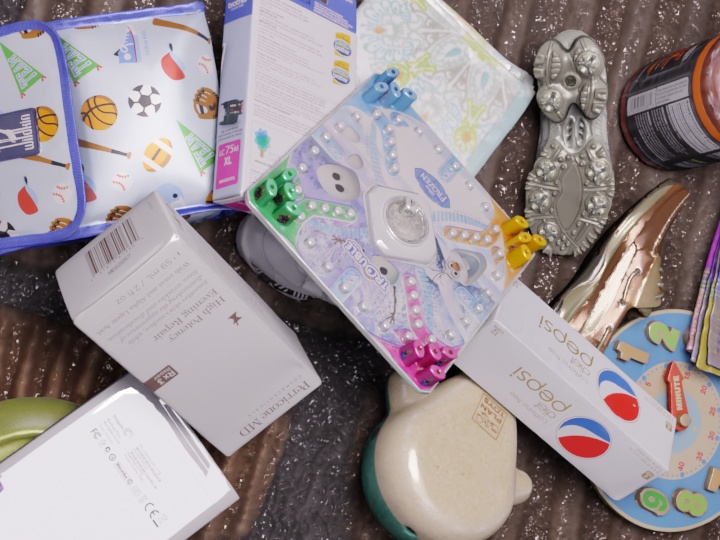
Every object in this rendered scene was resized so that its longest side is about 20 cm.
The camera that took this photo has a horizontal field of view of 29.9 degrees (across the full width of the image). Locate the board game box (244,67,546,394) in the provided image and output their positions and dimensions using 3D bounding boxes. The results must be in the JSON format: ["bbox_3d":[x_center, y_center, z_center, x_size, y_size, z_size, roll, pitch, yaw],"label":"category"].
[{"bbox_3d":[0.035,-0.038,1.036,0.200,0.026,0.200,48,47,-6],"label":"board game box"}]

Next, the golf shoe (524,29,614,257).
[{"bbox_3d":[0.188,-0.113,1.186,0.078,0.097,0.201,6,112,11],"label":"golf shoe"}]

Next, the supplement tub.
[{"bbox_3d":[0.314,-0.149,1.161,0.107,0.200,0.107,1,86,-19],"label":"supplement tub"}]

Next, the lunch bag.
[{"bbox_3d":[-0.206,-0.106,1.034,0.199,0.124,0.171,-9,89,-14],"label":"lunch bag"}]

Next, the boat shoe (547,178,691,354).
[{"bbox_3d":[0.227,0.012,1.186,0.074,0.076,0.200,39,85,4],"label":"boat shoe"}]

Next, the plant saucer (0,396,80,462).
[{"bbox_3d":[-0.254,0.199,1.048,0.199,0.031,0.201,1,87,-18],"label":"plant saucer"}]

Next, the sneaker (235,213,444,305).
[{"bbox_3d":[0.000,0.000,1.096,0.200,0.115,0.075,27,79,-14],"label":"sneaker"}]

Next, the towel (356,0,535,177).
[{"bbox_3d":[0.036,-0.138,1.154,0.171,0.048,0.200,40,76,-9],"label":"towel"}]

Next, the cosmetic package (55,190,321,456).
[{"bbox_3d":[-0.126,0.044,1.018,0.102,0.074,0.200,-39,130,4],"label":"cosmetic package"}]

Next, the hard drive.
[{"bbox_3d":[-0.211,0.182,1.033,0.200,0.027,0.132,-36,97,-16],"label":"hard drive"}]

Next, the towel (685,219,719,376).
[{"bbox_3d":[0.379,0.021,1.249,0.143,0.023,0.200,25,72,-20],"label":"towel"}]

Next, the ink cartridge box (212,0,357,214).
[{"bbox_3d":[-0.055,-0.136,1.049,0.119,0.042,0.201,17,71,-46],"label":"ink cartridge box"}]

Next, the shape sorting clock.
[{"bbox_3d":[0.284,0.135,1.219,0.199,0.039,0.201,1,87,-17],"label":"shape sorting clock"}]

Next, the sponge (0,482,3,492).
[{"bbox_3d":[-0.335,0.127,0.947,0.111,0.200,0.030,-37,131,-15],"label":"sponge"}]

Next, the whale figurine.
[{"bbox_3d":[0.075,0.144,1.135,0.159,0.104,0.200,40,52,-12],"label":"whale figurine"}]

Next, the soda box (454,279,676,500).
[{"bbox_3d":[0.169,0.099,1.123,0.200,0.064,0.068,40,38,-11],"label":"soda box"}]
